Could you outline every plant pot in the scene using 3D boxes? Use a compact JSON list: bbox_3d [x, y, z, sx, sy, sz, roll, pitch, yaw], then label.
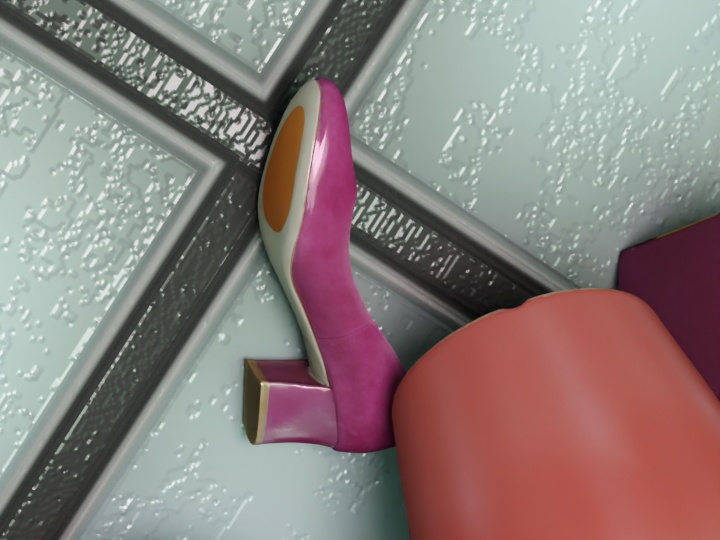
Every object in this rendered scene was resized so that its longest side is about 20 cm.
[{"bbox_3d":[0.108,0.119,1.424,0.200,0.178,0.201,-16,151,-9],"label":"plant pot"}]

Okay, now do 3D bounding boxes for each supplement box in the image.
[{"bbox_3d":[0.250,0.036,1.538,0.200,0.131,0.104,7,76,-27],"label":"supplement box"}]

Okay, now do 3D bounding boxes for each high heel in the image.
[{"bbox_3d":[0.000,0.000,1.454,0.096,0.067,0.201,-1,111,-17],"label":"high heel"}]
